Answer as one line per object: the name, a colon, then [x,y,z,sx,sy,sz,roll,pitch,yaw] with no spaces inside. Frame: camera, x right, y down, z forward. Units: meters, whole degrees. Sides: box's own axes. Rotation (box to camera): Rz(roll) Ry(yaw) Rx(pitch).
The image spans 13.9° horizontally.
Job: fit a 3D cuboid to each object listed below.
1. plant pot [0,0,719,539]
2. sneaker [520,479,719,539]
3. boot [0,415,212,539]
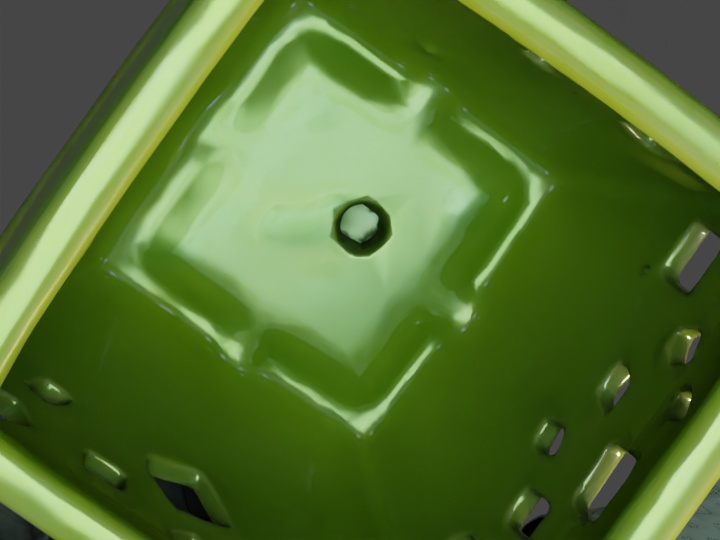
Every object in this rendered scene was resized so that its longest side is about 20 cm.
plant pot: [0.000,0.000,0.883,0.200,0.182,0.199,35,96,-13]
sneaker: [0.105,0.058,0.929,0.115,0.075,0.201,-3,65,-1]
boot: [-0.094,0.078,0.914,0.199,0.131,0.068,22,99,-11]
